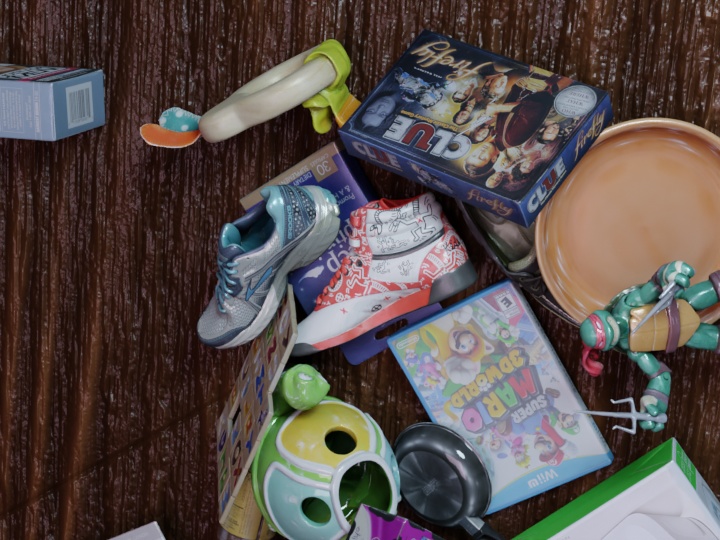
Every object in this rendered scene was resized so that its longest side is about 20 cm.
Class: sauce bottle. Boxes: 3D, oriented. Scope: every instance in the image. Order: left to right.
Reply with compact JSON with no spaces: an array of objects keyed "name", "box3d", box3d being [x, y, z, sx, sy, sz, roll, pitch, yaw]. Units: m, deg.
[{"name":"sauce bottle","box3d":[-0.096,0.188,1.541,0.065,0.065,0.200,21,109,15]}]

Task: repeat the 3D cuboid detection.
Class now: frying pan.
[{"name":"frying pan","box3d":[0.090,0.238,1.491,0.115,0.031,0.190,-18,99,41]}]

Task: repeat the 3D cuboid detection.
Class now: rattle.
[{"name":"rattle","box3d":[-0.083,-0.120,1.418,0.200,0.130,0.143,-31,122,0]}]

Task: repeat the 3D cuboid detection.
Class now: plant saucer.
[{"name":"plant saucer","box3d":[0.251,-0.036,1.333,0.200,0.037,0.201,0,104,-1]}]

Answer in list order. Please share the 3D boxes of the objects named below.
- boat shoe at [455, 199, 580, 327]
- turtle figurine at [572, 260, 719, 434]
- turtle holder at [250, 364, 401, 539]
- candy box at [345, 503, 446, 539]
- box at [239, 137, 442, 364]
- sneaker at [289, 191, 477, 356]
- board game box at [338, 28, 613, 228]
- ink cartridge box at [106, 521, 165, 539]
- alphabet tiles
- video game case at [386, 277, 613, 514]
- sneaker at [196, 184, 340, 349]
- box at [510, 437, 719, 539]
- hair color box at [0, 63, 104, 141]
[{"name":"boat shoe","box3d":[0.156,-0.014,1.387,0.201,0.066,0.072,46,113,4]},{"name":"turtle figurine","box3d":[0.261,0.047,1.284,0.199,0.101,0.150,-11,122,-15]},{"name":"turtle holder","box3d":[-0.026,0.180,1.456,0.132,0.141,0.186,13,99,60]},{"name":"candy box","box3d":[0.049,0.314,1.420,0.061,0.200,0.137,13,74,42]},{"name":"box","box3d":[-0.017,-0.013,1.475,0.121,0.032,0.200,-30,93,25]},{"name":"sneaker","box3d":[0.001,0.000,1.418,0.201,0.067,0.108,-24,94,21]},{"name":"board game box","box3d":[0.098,-0.127,1.319,0.200,0.136,0.035,25,156,33]},{"name":"ink cartridge box","box3d":[-0.250,0.371,1.657,0.200,0.045,0.177,-24,96,24]},{"name":"alphabet tiles","box3d":[-0.102,0.119,1.474,0.008,0.167,0.200,18,114,-15]},{"name":"video game case","box3d":[0.132,0.122,1.453,0.143,0.018,0.200,-27,96,25]},{"name":"sneaker","box3d":[-0.109,-0.009,1.437,0.200,0.086,0.078,-53,47,24]},{"name":"box","box3d":[0.254,0.285,1.398,0.200,0.097,0.177,-34,89,14]},{"name":"hair color box","box3d":[-0.369,-0.173,1.532,0.199,0.099,0.061,5,106,20]}]
